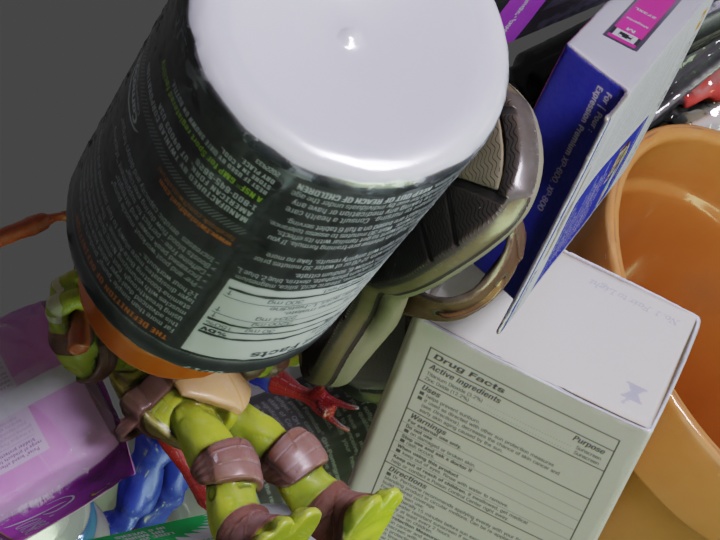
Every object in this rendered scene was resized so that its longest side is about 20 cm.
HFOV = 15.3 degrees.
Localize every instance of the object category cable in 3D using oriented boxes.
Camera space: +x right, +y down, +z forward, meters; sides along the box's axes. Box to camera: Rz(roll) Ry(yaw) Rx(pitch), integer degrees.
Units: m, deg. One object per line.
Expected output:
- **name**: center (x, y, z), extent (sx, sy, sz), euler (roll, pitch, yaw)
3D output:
- **cable**: center (0.133, -0.061, 1.225), extent (0.200, 0.050, 0.097), euler (-40, 175, -37)

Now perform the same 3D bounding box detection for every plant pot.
- **plant pot**: center (0.135, 0.056, 1.195), extent (0.140, 0.200, 0.200), euler (-37, 167, 37)

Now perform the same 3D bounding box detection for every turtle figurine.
- **turtle figurine**: center (-0.067, 0.047, 1.015), extent (0.064, 0.161, 0.200), euler (-48, 154, 17)

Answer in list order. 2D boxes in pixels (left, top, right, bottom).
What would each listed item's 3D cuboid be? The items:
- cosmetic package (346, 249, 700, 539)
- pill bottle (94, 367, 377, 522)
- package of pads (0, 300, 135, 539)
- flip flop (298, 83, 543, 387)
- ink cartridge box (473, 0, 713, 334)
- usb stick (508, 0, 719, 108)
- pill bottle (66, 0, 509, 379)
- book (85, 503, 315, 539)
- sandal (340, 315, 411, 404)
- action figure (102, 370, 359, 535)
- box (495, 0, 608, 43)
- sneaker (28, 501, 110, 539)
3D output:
- **cosmetic package**: center (0.052, 0.084, 1.086), extent (0.073, 0.103, 0.200), euler (-57, 172, -45)
- **pill bottle**: center (-0.041, 0.102, 1.394), extent (0.200, 0.111, 0.111), euler (-21, 165, -35)
- **package of pads**: center (-0.192, 0.095, 1.094), extent (0.200, 0.076, 0.121), euler (-29, 171, -5)
- **flip flop**: center (0.025, -0.010, 0.955), extent (0.057, 0.081, 0.200), euler (9, 153, -15)
- **ink cartridge box**: center (0.086, -0.054, 1.022), extent (0.095, 0.037, 0.200), euler (-64, 174, 26)
- **usb stick**: center (0.150, -0.116, 1.158), extent (0.200, 0.033, 0.055), euler (-28, 174, -13)
- **pill bottle**: center (-0.035, -0.032, 0.880), extent (0.106, 0.106, 0.200), euler (-23, 166, -30)
- **book**: center (-0.057, 0.137, 1.025), extent (0.133, 0.048, 0.200), euler (-11, -169, -19)
- **sandal**: center (0.063, -0.010, 1.321), extent (0.201, 0.080, 0.057), euler (-40, 125, -9)
- **action figure**: center (-0.072, 0.097, 1.232), extent (0.065, 0.099, 0.200), euler (-26, 141, -46)
- **box**: center (0.124, -0.149, 0.959), extent (0.200, 0.036, 0.143), euler (-23, 167, -26)
- **sneaker**: center (-0.216, 0.119, 1.195), extent (0.199, 0.075, 0.087), euler (-21, 134, -12)
